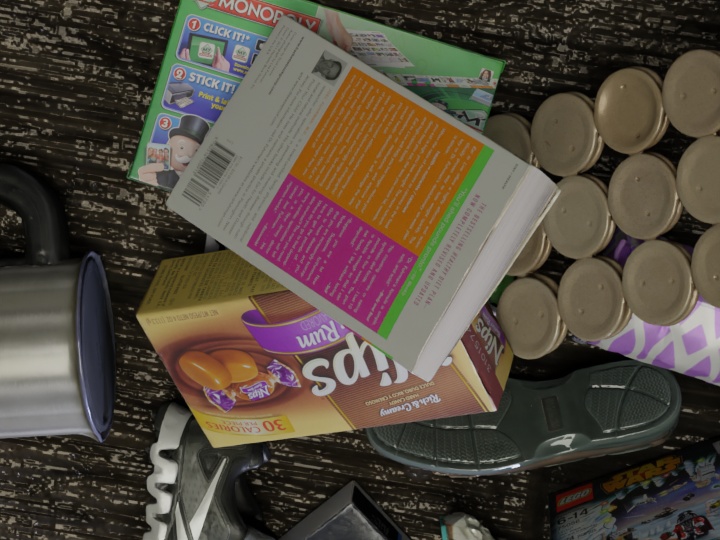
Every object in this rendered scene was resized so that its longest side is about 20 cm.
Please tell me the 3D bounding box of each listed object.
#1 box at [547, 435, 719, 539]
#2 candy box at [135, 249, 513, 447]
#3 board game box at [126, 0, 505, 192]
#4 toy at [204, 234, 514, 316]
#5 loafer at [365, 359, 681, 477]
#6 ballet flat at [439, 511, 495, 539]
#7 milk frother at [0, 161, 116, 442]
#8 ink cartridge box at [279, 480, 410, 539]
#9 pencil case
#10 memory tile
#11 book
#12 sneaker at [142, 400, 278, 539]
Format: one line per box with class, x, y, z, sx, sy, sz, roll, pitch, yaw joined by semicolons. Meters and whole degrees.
box;0.216;0.152;1.447;0.199;0.137;0.040;-21;108;10
candy box;-0.021;0.039;1.409;0.199;0.057;0.117;-8;127;27
board game box;-0.026;-0.090;1.406;0.199;0.029;0.135;17;90;-1
toy;0.000;0.000;1.451;0.199;0.047;0.116;9;108;-1
loafer;0.104;0.102;1.474;0.199;0.072;0.063;-5;151;6
ballet flat;0.094;0.238;1.525;0.071;0.072;0.201;-7;117;5
milk frother;-0.258;0.034;1.399;0.187;0.200;0.182;-5;106;4
ink cartridge box;-0.047;0.237;1.545;0.200;0.039;0.099;-40;104;16
pencil case;0.234;0.031;1.429;0.199;0.084;0.086;17;150;-5
memory tile;0.150;-0.038;1.368;0.199;0.017;0.154;-16;82;42
book;-0.004;-0.044;1.326;0.200;0.048;0.134;34;92;30
sneaker;-0.100;0.189;1.493;0.090;0.066;0.201;8;94;8
